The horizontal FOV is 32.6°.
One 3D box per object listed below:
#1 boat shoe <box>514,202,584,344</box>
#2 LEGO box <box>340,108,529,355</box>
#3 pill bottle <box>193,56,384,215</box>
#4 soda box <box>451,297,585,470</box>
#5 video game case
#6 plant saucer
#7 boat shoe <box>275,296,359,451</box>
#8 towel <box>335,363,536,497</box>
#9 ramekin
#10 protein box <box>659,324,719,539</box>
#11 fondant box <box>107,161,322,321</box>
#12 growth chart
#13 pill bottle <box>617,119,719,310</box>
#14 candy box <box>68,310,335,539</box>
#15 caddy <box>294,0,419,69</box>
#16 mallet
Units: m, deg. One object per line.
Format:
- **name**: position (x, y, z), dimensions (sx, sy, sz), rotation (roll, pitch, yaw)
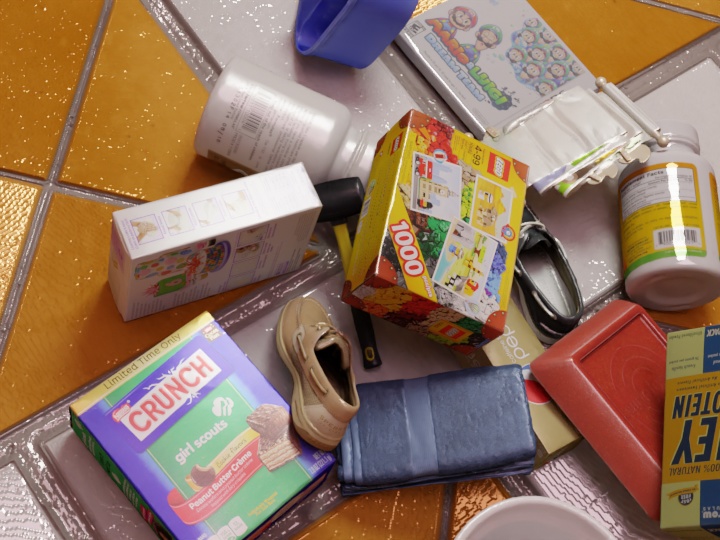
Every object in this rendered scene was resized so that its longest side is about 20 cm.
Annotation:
- **boat shoe**: position (0.193, -0.019, 1.364), dimensions (0.075, 0.060, 0.201), rotation (-19, 69, -21)
- **LEGO box**: position (0.079, -0.038, 1.241), dimensions (0.148, 0.077, 0.201), rotation (23, 59, -18)
- **pill bottle**: position (-0.069, -0.140, 1.332), dimensions (0.199, 0.114, 0.115), rotation (25, 60, -3)
- **soda box**: position (0.157, 0.104, 1.288), dimensions (0.064, 0.068, 0.200), rotation (-25, 71, -23)
- **video game case**: position (0.166, -0.255, 1.500), dimensions (0.182, 0.024, 0.200), rotation (-31, 74, -25)
- **plant saucer**: position (0.296, 0.131, 1.282), dimensions (0.199, 0.037, 0.200), rotation (-28, 76, -46)
- **boat shoe**: position (-0.034, 0.087, 1.217), dimensions (0.071, 0.065, 0.200), rotation (25, 30, -29)
- **towel**: position (0.072, 0.157, 1.220), dimensions (0.199, 0.049, 0.112), rotation (-9, 63, 9)
- **ramekin**: position (0.158, 0.323, 1.160), dimensions (0.200, 0.098, 0.201), rotation (5, 63, -10)
- **protein box**: position (0.406, 0.177, 1.215), dimensions (0.198, 0.135, 0.201), rotation (29, 59, -39)
- **fondant box**: position (-0.149, -0.028, 1.239), dimensions (0.199, 0.144, 0.058), rotation (-18, 69, -21)
- **growth chart**: position (0.233, -0.144, 1.394), dimensions (0.199, 0.018, 0.145), rotation (-25, 56, -4)
- **pill bottle**: position (0.350, -0.066, 1.397), dimensions (0.111, 0.111, 0.201), rotation (7, 62, -10)
- **candy box**: position (-0.152, 0.166, 1.178), dimensions (0.169, 0.077, 0.200), rotation (-37, 76, -26)
- **caddy**: position (-0.011, -0.322, 1.401), dimensions (0.105, 0.200, 0.142), rotation (17, 57, -23)
- **mallet**: position (0.000, 0.000, 1.280), dimensions (0.066, 0.041, 0.201), rotation (-20, 93, 7)
